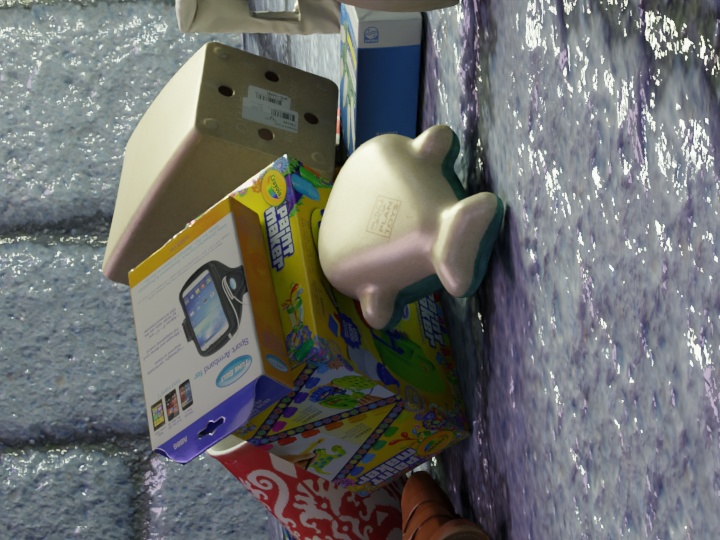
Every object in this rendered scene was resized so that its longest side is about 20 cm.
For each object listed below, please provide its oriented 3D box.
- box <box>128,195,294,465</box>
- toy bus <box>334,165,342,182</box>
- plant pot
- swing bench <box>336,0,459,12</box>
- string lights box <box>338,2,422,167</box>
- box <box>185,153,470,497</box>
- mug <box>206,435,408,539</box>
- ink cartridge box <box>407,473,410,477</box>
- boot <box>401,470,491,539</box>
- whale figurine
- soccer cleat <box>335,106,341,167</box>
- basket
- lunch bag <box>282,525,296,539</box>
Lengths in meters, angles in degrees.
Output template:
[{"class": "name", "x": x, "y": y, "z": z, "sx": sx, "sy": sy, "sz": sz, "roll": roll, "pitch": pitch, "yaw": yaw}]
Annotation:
[{"class": "box", "x": -0.116, "y": 0.054, "z": 1.280, "sx": 0.041, "sy": 0.119, "sz": 0.201, "roll": 30, "pitch": -145, "yaw": -44}, {"class": "toy bus", "x": 0.000, "y": 0.000, "z": 1.631, "sx": 0.065, "sy": 0.078, "sz": 0.202, "roll": 145, "pitch": 119, "yaw": -80}, {"class": "plant pot", "x": -0.114, "y": -0.094, "z": 1.572, "sx": 0.201, "sy": 0.198, "sz": 0.178, "roll": -88, "pitch": 20, "yaw": -46}, {"class": "swing bench", "x": 0.002, "y": -0.327, "z": 1.237, "sx": 0.201, "sy": 0.128, "sz": 0.200, "roll": -104, "pitch": 12, "yaw": -47}, {"class": "string lights box", "x": 0.016, "y": -0.163, "z": 1.482, "sx": 0.103, "sy": 0.058, "sz": 0.201, "roll": -103, "pitch": 12, "yaw": -50}, {"class": "box", "x": -0.029, "y": 0.048, "z": 1.371, "sx": 0.192, "sy": 0.122, "sz": 0.201, "roll": 31, "pitch": -144, "yaw": -42}, {"class": "mug", "x": -0.021, "y": 0.177, "z": 1.527, "sx": 0.200, "sy": 0.133, "sz": 0.178, "roll": 51, "pitch": -143, "yaw": -16}, {"class": "ink cartridge box", "x": 0.018, "y": 0.313, "z": 1.672, "sx": 0.145, "sy": 0.083, "sz": 0.201, "roll": 97, "pitch": 166, "yaw": -57}, {"class": "boot", "x": 0.069, "y": 0.222, "z": 1.351, "sx": 0.201, "sy": 0.076, "sz": 0.156, "roll": 83, "pitch": 180, "yaw": -45}, {"class": "whale figurine", "x": 0.052, "y": -0.027, "z": 1.243, "sx": 0.200, "sy": 0.103, "sz": 0.160, "roll": 16, "pitch": 86, "yaw": 58}, {"class": "soccer cleat", "x": -0.016, "y": -0.096, "z": 1.795, "sx": 0.201, "sy": 0.068, "sz": 0.074, "roll": 90, "pitch": -165, "yaw": -56}, {"class": "basket", "x": -0.084, "y": -0.327, "z": 1.633, "sx": 0.200, "sy": 0.196, "sz": 0.163, "roll": 141, "pitch": 128, "yaw": -81}, {"class": "lunch bag", "x": -0.059, "y": 0.270, "z": 2.093, "sx": 0.201, "sy": 0.082, "sz": 0.162, "roll": -90, "pitch": -15, "yaw": -61}]
